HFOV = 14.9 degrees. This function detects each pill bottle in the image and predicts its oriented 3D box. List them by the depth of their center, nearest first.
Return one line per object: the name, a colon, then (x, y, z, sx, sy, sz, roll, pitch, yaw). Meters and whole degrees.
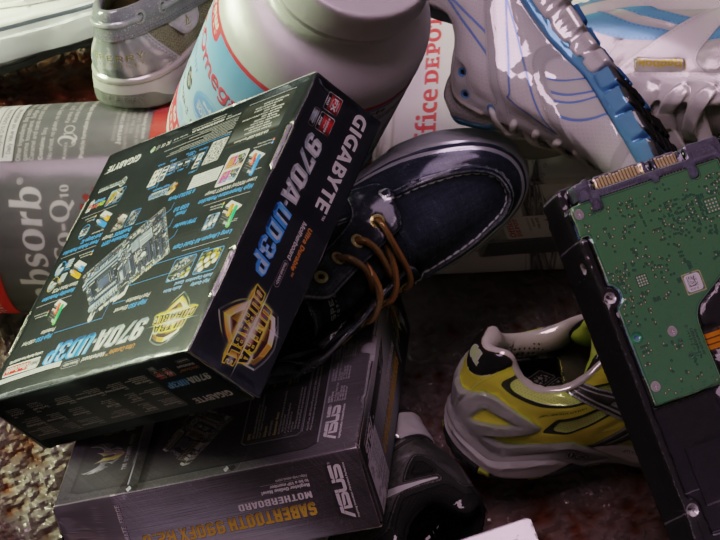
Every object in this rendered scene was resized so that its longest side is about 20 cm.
pill bottle: (-0.028, -0.110, 1.400, 0.108, 0.200, 0.109, 7, 61, -13)
pill bottle: (-0.180, -0.034, 1.535, 0.199, 0.116, 0.116, -3, 50, 9)

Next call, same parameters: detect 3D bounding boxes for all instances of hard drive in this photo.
hard drive: (0.183, 0.038, 1.290, 0.139, 0.038, 0.201, -19, 82, -18)

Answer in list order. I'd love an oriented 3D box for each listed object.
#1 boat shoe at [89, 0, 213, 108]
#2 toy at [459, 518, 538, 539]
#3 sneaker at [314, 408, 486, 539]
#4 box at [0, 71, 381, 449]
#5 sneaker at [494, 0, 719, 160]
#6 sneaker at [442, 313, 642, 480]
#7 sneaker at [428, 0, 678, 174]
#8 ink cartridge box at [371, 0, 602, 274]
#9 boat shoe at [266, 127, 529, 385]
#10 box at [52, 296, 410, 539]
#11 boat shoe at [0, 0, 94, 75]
boat shoe: (-0.102, -0.169, 1.551, 0.074, 0.065, 0.202, 5, 39, 20)
toy: (0.009, 0.208, 1.334, 0.199, 0.047, 0.116, -20, 69, -2)
sneaker: (-0.016, 0.154, 1.379, 0.200, 0.067, 0.090, -38, 52, -23)
box: (-0.089, -0.002, 1.341, 0.200, 0.046, 0.160, -17, 43, 53)
sneaker: (0.159, -0.096, 1.436, 0.199, 0.077, 0.081, -15, 42, -3)
sneaker: (0.143, 0.058, 1.411, 0.199, 0.077, 0.076, -9, 47, -13)
sneaker: (0.092, -0.085, 1.384, 0.086, 0.075, 0.201, -36, 65, 9)
ink cartridge box: (0.111, -0.078, 1.536, 0.199, 0.085, 0.146, -1, 51, 7)
boat shoe: (0.000, 0.000, 1.386, 0.199, 0.071, 0.091, -25, 26, 1)
box: (-0.061, 0.074, 1.406, 0.157, 0.049, 0.200, -13, 25, 11)
boat shoe: (-0.173, -0.166, 1.647, 0.199, 0.074, 0.067, -16, 90, 6)
